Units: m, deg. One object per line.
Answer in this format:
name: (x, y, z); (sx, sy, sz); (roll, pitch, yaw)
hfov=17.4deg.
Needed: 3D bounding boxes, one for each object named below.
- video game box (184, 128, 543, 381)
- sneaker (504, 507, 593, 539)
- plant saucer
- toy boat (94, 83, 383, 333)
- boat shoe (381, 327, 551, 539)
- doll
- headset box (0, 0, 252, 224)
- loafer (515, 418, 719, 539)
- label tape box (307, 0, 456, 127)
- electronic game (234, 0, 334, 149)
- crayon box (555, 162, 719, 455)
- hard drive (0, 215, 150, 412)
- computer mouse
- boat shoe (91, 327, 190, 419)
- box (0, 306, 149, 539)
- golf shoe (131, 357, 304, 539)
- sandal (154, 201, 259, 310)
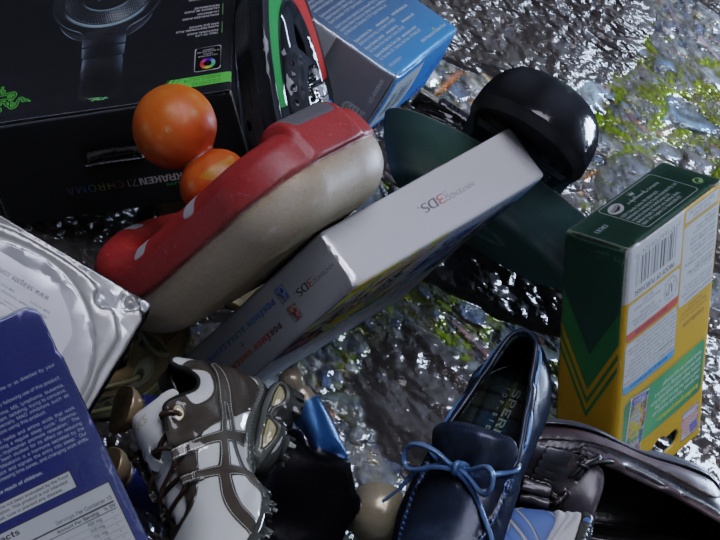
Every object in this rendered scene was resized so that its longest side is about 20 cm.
video game box: (0.000, 0.000, 1.509); (0.200, 0.182, 0.047); (-30, 84, -45)
sneaker: (0.086, 0.223, 1.435); (0.077, 0.076, 0.200); (11, 39, 13)
plant saucer: (0.091, -0.042, 1.637); (0.199, 0.200, 0.036); (33, 83, 5)
toy boat: (-0.091, -0.053, 1.417); (0.131, 0.200, 0.130); (55, 39, 4)
boat shoe: (0.062, 0.115, 1.449); (0.084, 0.069, 0.201); (10, 48, 12)
doll: (-0.058, 0.125, 1.441); (0.199, 0.048, 0.137); (19, 68, -21)
headset box: (-0.158, -0.131, 1.570); (0.173, 0.093, 0.201); (-7, 46, 7)
loafer: (0.157, 0.145, 1.528); (0.199, 0.072, 0.063); (12, 20, -23)
label tape box: (-0.042, -0.196, 1.749); (0.200, 0.066, 0.143); (34, 28, 7)
electronic game: (-0.042, -0.110, 1.566); (0.041, 0.201, 0.201); (-10, 44, 11)
crayon box: (0.186, 0.044, 1.587); (0.051, 0.201, 0.126); (19, 33, 31)
hard drive: (-0.228, 0.071, 1.346); (0.139, 0.038, 0.201); (31, 76, -1)
computer mouse: (0.110, -0.097, 1.588); (0.138, 0.200, 0.053); (36, 78, -4)
boat shoe: (-0.173, 0.054, 1.453); (0.073, 0.063, 0.200); (41, 42, 15)
box: (-0.192, 0.133, 1.301); (0.121, 0.032, 0.201); (-24, 88, -17)
golf shoe: (-0.095, 0.124, 1.328); (0.094, 0.078, 0.200); (28, 30, -11)
sandal: (-0.103, -0.070, 1.609); (0.077, 0.070, 0.212); (-6, 52, -33)
